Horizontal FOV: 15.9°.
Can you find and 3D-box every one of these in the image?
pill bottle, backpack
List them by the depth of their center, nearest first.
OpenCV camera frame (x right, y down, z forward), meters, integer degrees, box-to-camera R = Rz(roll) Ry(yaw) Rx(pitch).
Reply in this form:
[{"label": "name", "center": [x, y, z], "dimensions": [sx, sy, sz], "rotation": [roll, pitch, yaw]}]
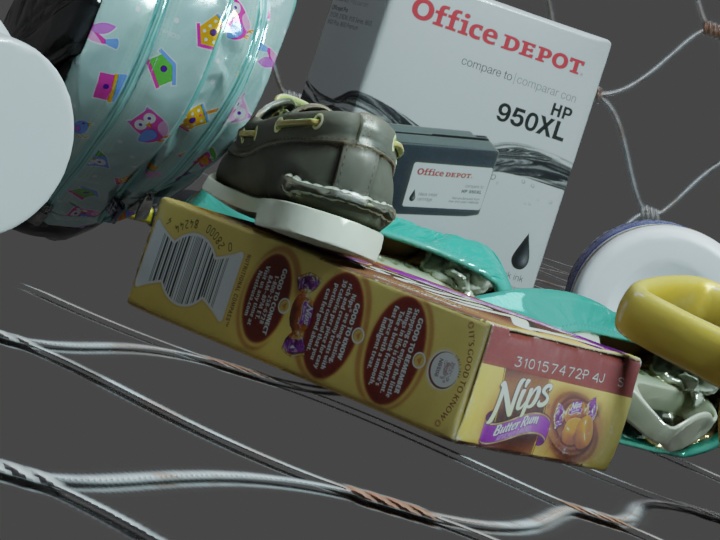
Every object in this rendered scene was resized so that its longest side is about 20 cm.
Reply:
[{"label": "pill bottle", "center": [-0.218, -0.082, 1.178], "dimensions": [0.114, 0.115, 0.200], "rotation": [15, 5, -40]}, {"label": "backpack", "center": [-0.120, -0.108, 1.300], "dimensions": [0.126, 0.167, 0.200], "rotation": [17, -21, -20]}, {"label": "pill bottle", "center": [0.180, 0.024, 1.582], "dimensions": [0.111, 0.111, 0.200], "rotation": [18, 4, 2]}]

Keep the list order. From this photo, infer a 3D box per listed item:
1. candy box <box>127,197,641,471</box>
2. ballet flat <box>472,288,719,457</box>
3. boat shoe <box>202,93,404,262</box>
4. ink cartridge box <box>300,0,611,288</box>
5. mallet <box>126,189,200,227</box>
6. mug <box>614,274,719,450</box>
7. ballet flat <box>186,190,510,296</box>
[{"label": "candy box", "center": [0.008, 0.027, 1.133], "dimensions": [0.200, 0.057, 0.117], "rotation": [19, 2, 40]}, {"label": "ballet flat", "center": [0.118, 0.054, 1.249], "dimensions": [0.200, 0.067, 0.070], "rotation": [12, 21, -45]}, {"label": "boat shoe", "center": [-0.023, -0.046, 1.165], "dimensions": [0.072, 0.060, 0.202], "rotation": [17, 2, -14]}, {"label": "ink cartridge box", "center": [0.038, -0.062, 1.467], "dimensions": [0.144, 0.201, 0.084], "rotation": [16, 4, -24]}, {"label": "mallet", "center": [-0.173, -0.044, 1.502], "dimensions": [0.199, 0.041, 0.066], "rotation": [14, 4, -9]}, {"label": "mug", "center": [0.208, 0.065, 1.091], "dimensions": [0.186, 0.150, 0.153], "rotation": [-10, -2, 31]}, {"label": "ballet flat", "center": [0.000, 0.000, 1.360], "dimensions": [0.200, 0.067, 0.070], "rotation": [13, 22, -29]}]
